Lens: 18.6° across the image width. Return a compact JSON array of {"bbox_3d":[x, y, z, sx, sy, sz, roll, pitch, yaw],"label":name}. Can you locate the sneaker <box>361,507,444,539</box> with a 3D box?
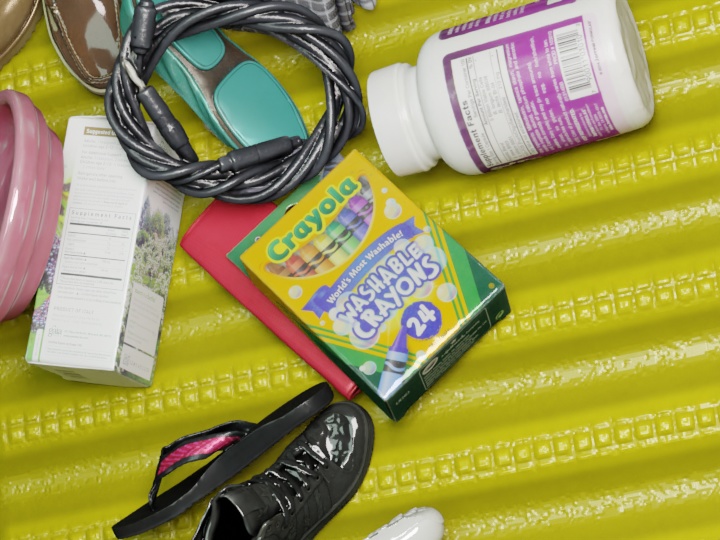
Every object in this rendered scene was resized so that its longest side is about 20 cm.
[{"bbox_3d":[-0.007,0.252,1.617,0.200,0.076,0.081,-41,78,12],"label":"sneaker"}]

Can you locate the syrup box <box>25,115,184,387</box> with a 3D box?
[{"bbox_3d":[-0.198,-0.015,1.740,0.081,0.079,0.202,4,79,18],"label":"syrup box"}]

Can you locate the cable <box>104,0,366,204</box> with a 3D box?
[{"bbox_3d":[-0.093,-0.131,1.683,0.198,0.051,0.165,18,91,-7],"label":"cable"}]

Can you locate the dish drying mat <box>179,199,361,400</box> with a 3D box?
[{"bbox_3d":[-0.052,0.012,1.710,0.200,0.018,0.077,41,83,24],"label":"dish drying mat"}]

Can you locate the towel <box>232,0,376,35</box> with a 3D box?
[{"bbox_3d":[-0.096,-0.257,1.710,0.198,0.166,0.086,18,62,22],"label":"towel"}]

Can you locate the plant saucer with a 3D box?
[{"bbox_3d":[-0.283,-0.041,1.749,0.200,0.050,0.202,-43,41,52],"label":"plant saucer"}]

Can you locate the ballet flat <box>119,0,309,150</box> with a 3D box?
[{"bbox_3d":[-0.117,-0.150,1.745,0.200,0.070,0.067,48,66,-6],"label":"ballet flat"}]

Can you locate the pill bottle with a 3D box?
[{"bbox_3d":[0.110,-0.135,1.637,0.198,0.112,0.113,-15,72,17],"label":"pill bottle"}]

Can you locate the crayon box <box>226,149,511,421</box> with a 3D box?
[{"bbox_3d":[0.000,0.000,1.664,0.126,0.052,0.200,-43,65,-9],"label":"crayon box"}]

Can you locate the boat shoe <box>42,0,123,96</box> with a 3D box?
[{"bbox_3d":[-0.238,-0.242,1.810,0.074,0.075,0.204,-22,70,3],"label":"boat shoe"}]

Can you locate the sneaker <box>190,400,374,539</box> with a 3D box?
[{"bbox_3d":[-0.068,0.178,1.631,0.060,0.104,0.201,35,91,25],"label":"sneaker"}]

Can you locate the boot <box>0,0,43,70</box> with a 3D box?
[{"bbox_3d":[-0.350,-0.212,1.781,0.066,0.200,0.176,29,88,24],"label":"boot"}]

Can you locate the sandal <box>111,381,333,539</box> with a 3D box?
[{"bbox_3d":[-0.111,0.135,1.672,0.199,0.075,0.045,-36,97,5],"label":"sandal"}]
